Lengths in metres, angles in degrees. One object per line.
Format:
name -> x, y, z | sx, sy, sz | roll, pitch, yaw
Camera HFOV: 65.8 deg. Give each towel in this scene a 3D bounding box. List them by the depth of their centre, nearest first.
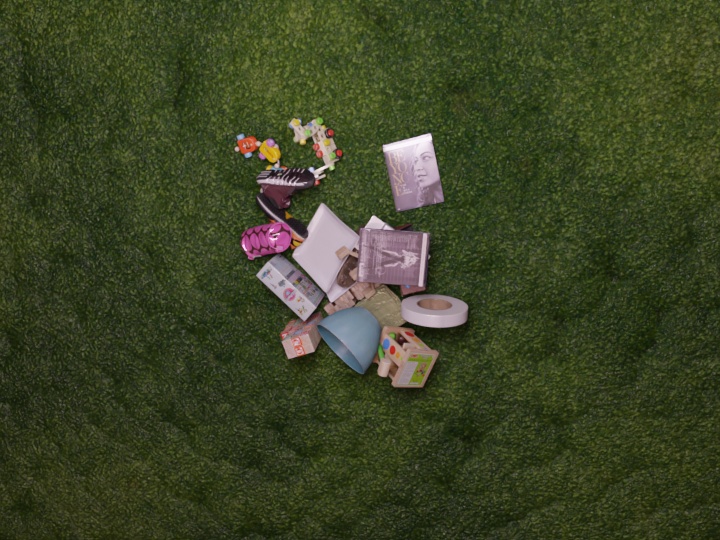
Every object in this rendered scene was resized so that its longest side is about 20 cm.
towel -> 0.045, 0.145, 1.748 | 0.199, 0.037, 0.149 | -38, 106, 16

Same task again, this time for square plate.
square plate -> -0.104, -0.070, 1.684 | 0.200, 0.028, 0.200 | 43, 109, 34

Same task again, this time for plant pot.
plant pot -> -0.016, 0.189, 1.664 | 0.135, 0.200, 0.201 | -43, 96, -18

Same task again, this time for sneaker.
sneaker -> -0.204, -0.233, 1.625 | 0.197, 0.076, 0.117 | 9, 134, 30
sneaker -> -0.016, -0.044, 1.685 | 0.070, 0.075, 0.202 | 29, 92, -26
sneaker -> -0.257, -0.146, 1.706 | 0.200, 0.070, 0.090 | 42, 124, -7

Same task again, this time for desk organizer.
desk organizer -> 0.140, -0.034, 1.682 | 0.076, 0.072, 0.203 | -13, 102, 9

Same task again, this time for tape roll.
tape roll -> 0.217, 0.117, 1.641 | 0.199, 0.203, 0.038 | 3, 106, 7

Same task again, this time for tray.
tray -> -0.032, 0.003, 1.719 | 0.199, 0.022, 0.108 | -38, 54, 15

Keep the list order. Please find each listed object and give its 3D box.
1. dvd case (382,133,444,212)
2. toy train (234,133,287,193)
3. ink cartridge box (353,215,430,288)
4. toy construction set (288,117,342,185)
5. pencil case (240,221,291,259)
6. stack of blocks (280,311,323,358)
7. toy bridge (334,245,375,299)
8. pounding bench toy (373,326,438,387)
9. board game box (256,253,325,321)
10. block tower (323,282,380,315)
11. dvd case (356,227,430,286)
dvd case -> 0.157, -0.287, 1.644 | 0.146, 0.016, 0.203 | -11, 102, 11
toy train -> -0.287, -0.331, 1.682 | 0.149, 0.056, 0.202 | -9, 115, 37
ink cartridge box -> 0.088, -0.055, 1.607 | 0.199, 0.068, 0.117 | 34, 98, -5
toy construction set -> -0.130, -0.352, 1.614 | 0.091, 0.130, 0.203 | 8, 119, 44
pencil case -> -0.284, -0.088, 1.672 | 0.090, 0.199, 0.095 | 18, 75, -33
stack of blocks -> -0.183, 0.201, 1.718 | 0.113, 0.200, 0.059 | -18, 102, 11
toy bridge -> 0.000, 0.000, 1.635 | 0.067, 0.027, 0.201 | -37, 127, -4
pounding bench toy -> 0.100, 0.253, 1.679 | 0.198, 0.156, 0.126 | 10, 111, -39
board game box -> -0.211, 0.047, 1.712 | 0.200, 0.148, 0.064 | 42, 105, -3
block tower -> -0.022, 0.072, 1.739 | 0.199, 0.054, 0.058 | -37, 97, 14
dvd case -> 0.092, -0.037, 1.560 | 0.196, 0.016, 0.151 | 4, 99, 0
